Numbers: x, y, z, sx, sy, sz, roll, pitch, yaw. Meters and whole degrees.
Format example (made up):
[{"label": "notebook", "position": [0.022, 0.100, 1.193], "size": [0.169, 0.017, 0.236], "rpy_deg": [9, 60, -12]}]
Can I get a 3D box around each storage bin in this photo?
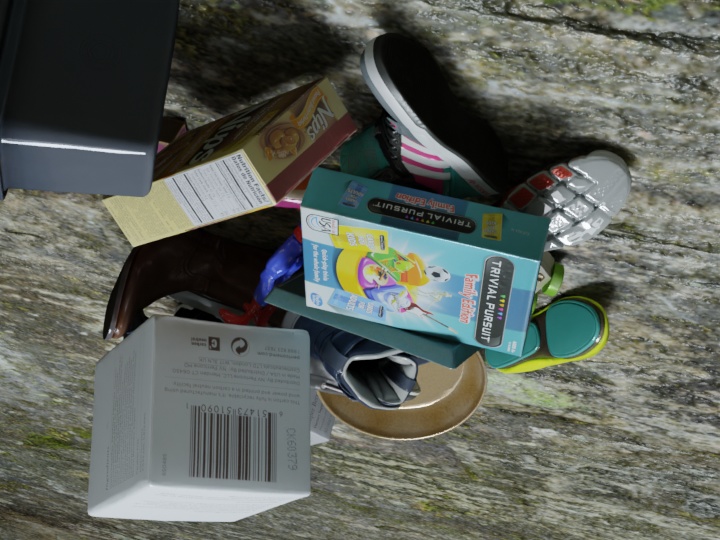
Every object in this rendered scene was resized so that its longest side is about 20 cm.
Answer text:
[{"label": "storage bin", "position": [-0.221, -0.146, 1.034], "size": [0.134, 0.200, 0.146], "rpy_deg": [9, 154, -8]}]

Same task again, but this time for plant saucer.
[{"label": "plant saucer", "position": [0.012, 0.042, 1.204], "size": [0.200, 0.070, 0.019], "rpy_deg": [18, 113, 23]}, {"label": "plant saucer", "position": [0.046, 0.115, 1.507], "size": [0.200, 0.035, 0.200], "rpy_deg": [2, 129, 2]}]

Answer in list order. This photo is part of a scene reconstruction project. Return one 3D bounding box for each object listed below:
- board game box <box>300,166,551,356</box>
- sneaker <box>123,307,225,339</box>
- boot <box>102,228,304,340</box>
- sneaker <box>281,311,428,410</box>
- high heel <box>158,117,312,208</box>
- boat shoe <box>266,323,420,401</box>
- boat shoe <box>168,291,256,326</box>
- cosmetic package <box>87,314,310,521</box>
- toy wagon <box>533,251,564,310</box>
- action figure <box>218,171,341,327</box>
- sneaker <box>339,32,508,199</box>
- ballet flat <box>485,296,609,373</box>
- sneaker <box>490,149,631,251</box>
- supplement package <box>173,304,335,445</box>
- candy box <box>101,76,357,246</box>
[{"label": "board game box", "position": [0.052, -0.005, 1.112], "size": [0.200, 0.047, 0.151], "rpy_deg": [13, 147, 9]}, {"label": "sneaker", "position": [-0.163, 0.082, 1.453], "size": [0.200, 0.078, 0.070], "rpy_deg": [4, -171, -19]}, {"label": "boot", "position": [-0.151, 0.029, 1.349], "size": [0.200, 0.187, 0.064], "rpy_deg": [24, 142, -12]}, {"label": "sneaker", "position": [0.036, 0.091, 1.339], "size": [0.202, 0.077, 0.146], "rpy_deg": [6, -164, -38]}, {"label": "high heel", "position": [-0.114, -0.082, 1.230], "size": [0.200, 0.067, 0.096], "rpy_deg": [23, 147, 20]}, {"label": "boat shoe", "position": [-0.030, 0.109, 1.431], "size": [0.200, 0.067, 0.057], "rpy_deg": [23, 115, -23]}, {"label": "boat shoe", "position": [-0.157, 0.015, 1.451], "size": [0.200, 0.064, 0.071], "rpy_deg": [22, -175, 1]}, {"label": "cosmetic package", "position": [-0.162, 0.153, 1.291], "size": [0.165, 0.165, 0.200], "rpy_deg": [8, 159, -27]}, {"label": "toy wagon", "position": [0.107, 0.004, 1.314], "size": [0.155, 0.040, 0.200], "rpy_deg": [19, 155, -7]}, {"label": "action figure", "position": [-0.079, -0.039, 1.271], "size": [0.099, 0.065, 0.200], "rpy_deg": [50, 118, 14]}, {"label": "sneaker", "position": [0.026, -0.115, 1.080], "size": [0.121, 0.084, 0.200], "rpy_deg": [-14, 144, 30]}, {"label": "ballet flat", "position": [0.211, 0.069, 1.376], "size": [0.067, 0.067, 0.200], "rpy_deg": [5, 164, -30]}, {"label": "sneaker", "position": [0.151, -0.055, 1.153], "size": [0.200, 0.082, 0.077], "rpy_deg": [-34, 109, 32]}, {"label": "supplement package", "position": [-0.134, 0.125, 1.594], "size": [0.200, 0.121, 0.120], "rpy_deg": [29, 152, -27]}, {"label": "candy box", "position": [-0.111, -0.086, 1.072], "size": [0.200, 0.115, 0.055], "rpy_deg": [-14, 116, 47]}]
